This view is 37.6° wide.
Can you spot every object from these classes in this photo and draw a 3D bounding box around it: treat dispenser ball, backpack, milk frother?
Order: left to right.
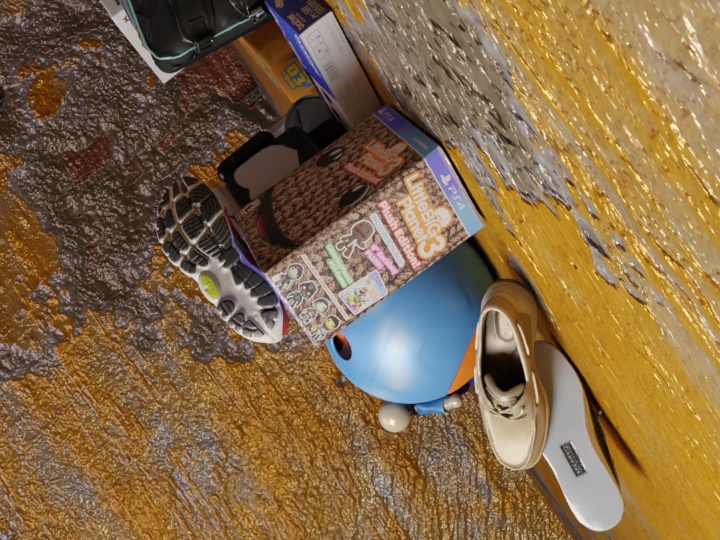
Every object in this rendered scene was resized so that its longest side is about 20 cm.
[{"bbox_3d":[-0.193,-0.338,1.154,0.202,0.174,0.153,61,175,-10],"label":"backpack"},{"bbox_3d":[-0.054,-0.170,1.534,0.180,0.201,0.187,43,149,-14],"label":"milk frother"},{"bbox_3d":[0.054,0.045,1.168,0.202,0.200,0.201,54,178,2],"label":"treat dispenser ball"}]

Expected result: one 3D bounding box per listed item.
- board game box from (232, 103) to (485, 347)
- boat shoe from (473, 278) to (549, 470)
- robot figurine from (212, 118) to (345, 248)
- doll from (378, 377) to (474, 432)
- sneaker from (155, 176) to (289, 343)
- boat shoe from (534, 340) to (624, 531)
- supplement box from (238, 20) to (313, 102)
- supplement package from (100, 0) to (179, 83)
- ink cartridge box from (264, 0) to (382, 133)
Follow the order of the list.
[{"bbox_3d":[-0.007,-0.049,1.035,0.097,0.199,0.160,55,178,-29],"label":"board game box"},{"bbox_3d":[0.140,0.112,1.021,0.065,0.071,0.203,-45,-46,-56],"label":"boat shoe"},{"bbox_3d":[-0.084,-0.078,1.176,0.125,0.199,0.150,53,178,-24],"label":"robot figurine"},{"bbox_3d":[0.107,0.127,1.257,0.049,0.199,0.136,54,178,-12],"label":"doll"},{"bbox_3d":[-0.141,-0.005,1.089,0.201,0.077,0.085,56,-176,17],"label":"sneaker"},{"bbox_3d":[0.218,0.163,1.086,0.201,0.073,0.068,61,-162,2],"label":"boat shoe"},{"bbox_3d":[-0.111,-0.299,1.439,0.067,0.069,0.200,53,178,-33],"label":"supplement box"},{"bbox_3d":[-0.249,-0.394,1.349,0.201,0.190,0.147,54,179,28],"label":"supplement package"},{"bbox_3d":[-0.026,-0.208,1.137,0.094,0.044,0.201,51,176,46],"label":"ink cartridge box"}]
